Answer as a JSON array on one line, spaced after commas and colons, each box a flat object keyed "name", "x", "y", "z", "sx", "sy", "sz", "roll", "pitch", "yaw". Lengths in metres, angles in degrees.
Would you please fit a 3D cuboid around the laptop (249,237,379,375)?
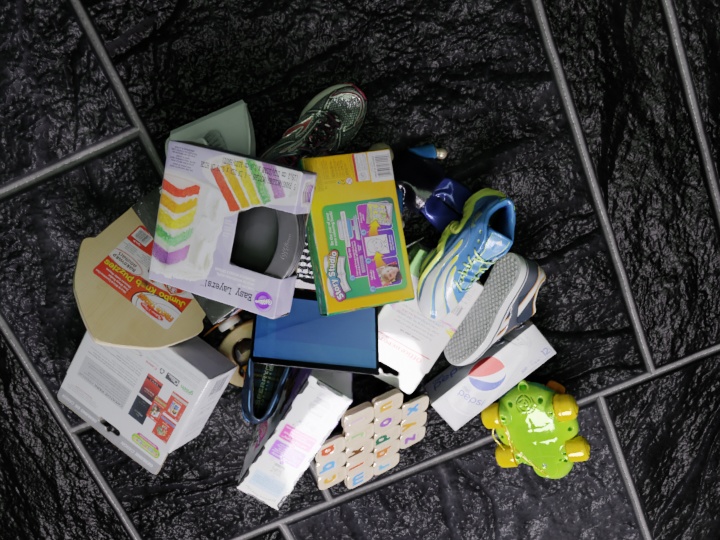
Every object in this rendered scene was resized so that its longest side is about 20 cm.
[{"name": "laptop", "x": -0.047, "y": 0.020, "z": 0.793, "sx": 0.176, "sy": 0.103, "sz": 0.201, "roll": 8, "pitch": 110, "yaw": -13}]

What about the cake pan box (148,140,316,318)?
[{"name": "cake pan box", "x": -0.159, "y": -0.052, "z": 0.743, "sx": 0.199, "sy": 0.052, "sz": 0.185, "roll": 17, "pitch": 103, "yaw": 16}]

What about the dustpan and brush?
[{"name": "dustpan and brush", "x": -0.187, "y": -0.109, "z": 0.794, "sx": 0.139, "sy": 0.057, "sz": 0.201, "roll": -16, "pitch": 98, "yaw": 23}]

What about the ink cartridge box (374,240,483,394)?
[{"name": "ink cartridge box", "x": 0.079, "y": 0.072, "z": 0.899, "sx": 0.117, "sy": 0.067, "sz": 0.200, "roll": 30, "pitch": 101, "yaw": -11}]

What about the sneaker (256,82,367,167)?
[{"name": "sneaker", "x": -0.066, "y": -0.172, "z": 0.819, "sx": 0.200, "sy": 0.075, "sz": 0.081, "roll": -44, "pitch": 112, "yaw": 6}]

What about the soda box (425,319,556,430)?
[{"name": "soda box", "x": 0.199, "y": 0.155, "z": 0.928, "sx": 0.200, "sy": 0.068, "sz": 0.063, "roll": -40, "pitch": 103, "yaw": 8}]

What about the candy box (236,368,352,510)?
[{"name": "candy box", "x": -0.092, "y": 0.214, "z": 0.877, "sx": 0.071, "sy": 0.168, "sz": 0.200, "roll": 31, "pitch": 101, "yaw": -9}]

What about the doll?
[{"name": "doll", "x": 0.091, "y": -0.112, "z": 0.856, "sx": 0.200, "sy": 0.048, "sz": 0.137, "roll": 38, "pitch": 82, "yaw": -9}]

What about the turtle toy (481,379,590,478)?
[{"name": "turtle toy", "x": 0.283, "y": 0.253, "z": 0.940, "sx": 0.145, "sy": 0.101, "sz": 0.201, "roll": -13, "pitch": 110, "yaw": 25}]

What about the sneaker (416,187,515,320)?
[{"name": "sneaker", "x": 0.142, "y": -0.021, "z": 0.795, "sx": 0.076, "sy": 0.105, "sz": 0.201, "roll": 26, "pitch": 89, "yaw": -12}]

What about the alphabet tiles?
[{"name": "alphabet tiles", "x": 0.018, "y": 0.261, "z": 0.916, "sx": 0.195, "sy": 0.015, "sz": 0.201, "roll": -21, "pitch": 136, "yaw": -21}]

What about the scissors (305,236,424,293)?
[{"name": "scissors", "x": 0.000, "y": 0.000, "z": 0.866, "sx": 0.200, "sy": 0.073, "sz": 0.014, "roll": -33, "pitch": 64, "yaw": 17}]

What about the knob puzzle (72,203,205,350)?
[{"name": "knob puzzle", "x": -0.304, "y": 0.028, "z": 0.822, "sx": 0.220, "sy": 0.220, "sz": 0.030, "roll": 42, "pitch": 134, "yaw": -12}]

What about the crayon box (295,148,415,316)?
[{"name": "crayon box", "x": -0.008, "y": -0.049, "z": 0.772, "sx": 0.118, "sy": 0.058, "sz": 0.201, "roll": -9, "pitch": 89, "yaw": -14}]

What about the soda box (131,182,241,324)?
[{"name": "soda box", "x": -0.227, "y": -0.026, "z": 0.836, "sx": 0.071, "sy": 0.063, "sz": 0.200, "roll": -35, "pitch": 88, "yaw": 7}]

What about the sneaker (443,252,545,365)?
[{"name": "sneaker", "x": 0.206, "y": 0.068, "z": 0.896, "sx": 0.079, "sy": 0.079, "sz": 0.200, "roll": 13, "pitch": 121, "yaw": -35}]

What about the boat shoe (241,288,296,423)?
[{"name": "boat shoe", "x": -0.116, "y": 0.115, "z": 0.833, "sx": 0.084, "sy": 0.069, "sz": 0.201, "roll": 7, "pitch": 83, "yaw": -15}]

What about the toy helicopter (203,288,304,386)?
[{"name": "toy helicopter", "x": -0.152, "y": 0.079, "z": 0.900, "sx": 0.132, "sy": 0.079, "sz": 0.200, "roll": 30, "pitch": 91, "yaw": -1}]

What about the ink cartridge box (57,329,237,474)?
[{"name": "ink cartridge box", "x": -0.312, "y": 0.160, "z": 0.865, "sx": 0.200, "sy": 0.084, "sz": 0.176, "roll": 34, "pitch": 103, "yaw": 11}]
